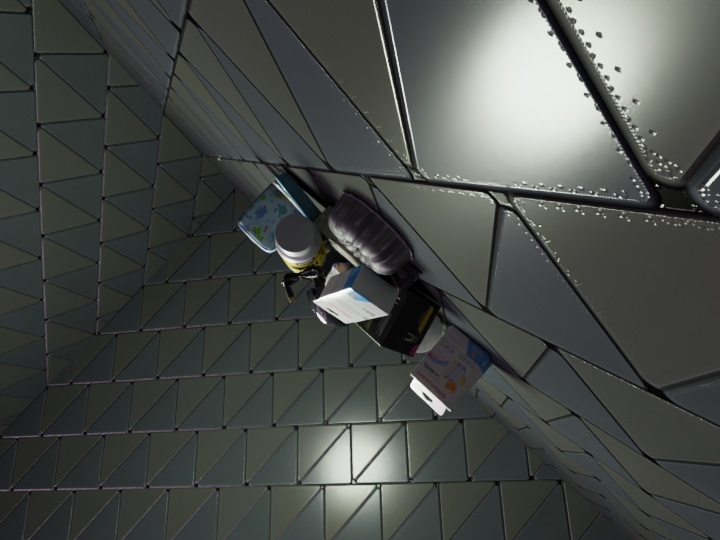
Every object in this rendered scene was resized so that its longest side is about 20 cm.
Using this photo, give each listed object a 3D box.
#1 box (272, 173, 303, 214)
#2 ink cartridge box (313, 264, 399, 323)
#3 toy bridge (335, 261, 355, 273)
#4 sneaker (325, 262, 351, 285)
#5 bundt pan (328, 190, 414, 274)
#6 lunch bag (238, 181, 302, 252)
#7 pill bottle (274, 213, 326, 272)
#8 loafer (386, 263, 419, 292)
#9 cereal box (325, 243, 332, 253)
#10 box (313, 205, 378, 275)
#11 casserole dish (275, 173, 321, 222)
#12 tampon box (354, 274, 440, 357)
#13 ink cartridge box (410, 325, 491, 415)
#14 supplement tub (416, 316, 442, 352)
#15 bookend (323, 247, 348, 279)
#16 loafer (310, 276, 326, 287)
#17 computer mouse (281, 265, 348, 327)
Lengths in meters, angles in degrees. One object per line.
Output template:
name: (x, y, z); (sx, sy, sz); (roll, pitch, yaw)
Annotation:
box: (-0.174, -0.199, 1.514); (0.200, 0.041, 0.039); (45, 174, -34)
ink cartridge box: (-0.016, 0.061, 1.223); (0.116, 0.067, 0.200); (36, 154, -20)
toy bridge: (0.000, 0.000, 1.490); (0.199, 0.027, 0.067); (13, -155, -47)
sneaker: (-0.011, 0.058, 1.527); (0.199, 0.100, 0.075); (31, -159, -7)
bundt pan: (0.011, -0.066, 1.059); (0.202, 0.076, 0.202); (42, 175, 4)
lunch bag: (-0.271, -0.164, 1.630); (0.161, 0.200, 0.082); (42, 175, -4)
pill bottle: (-0.149, -0.064, 1.290); (0.114, 0.114, 0.200); (41, 172, 10)
loafer: (0.045, -0.025, 1.180); (0.200, 0.063, 0.072); (39, 173, 33)
cereal box: (-0.150, -0.100, 1.787); (0.144, 0.040, 0.200); (34, -168, -33)
box: (-0.024, -0.069, 1.302); (0.200, 0.068, 0.082); (41, 173, 22)
casserole dish: (-0.156, -0.185, 1.390); (0.200, 0.039, 0.121); (51, 177, 14)
tampon box: (0.075, 0.099, 1.328); (0.126, 0.151, 0.200); (24, -172, -38)
ink cartridge box: (0.237, 0.274, 1.391); (0.128, 0.200, 0.125); (39, 174, 26)
supplement tub: (0.148, 0.160, 1.509); (0.132, 0.132, 0.200); (43, 174, -8)
bookend: (-0.047, -0.001, 1.640); (0.200, 0.092, 0.199); (44, -173, -18)
loafer: (-0.145, -0.013, 1.649); (0.201, 0.068, 0.070); (60, -175, 9)
computer mouse: (-0.123, 0.084, 1.324); (0.140, 0.046, 0.201); (-11, 121, 27)
